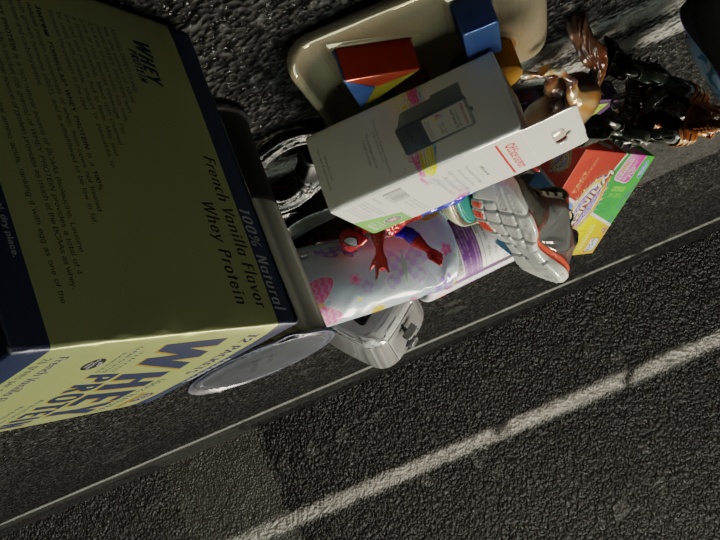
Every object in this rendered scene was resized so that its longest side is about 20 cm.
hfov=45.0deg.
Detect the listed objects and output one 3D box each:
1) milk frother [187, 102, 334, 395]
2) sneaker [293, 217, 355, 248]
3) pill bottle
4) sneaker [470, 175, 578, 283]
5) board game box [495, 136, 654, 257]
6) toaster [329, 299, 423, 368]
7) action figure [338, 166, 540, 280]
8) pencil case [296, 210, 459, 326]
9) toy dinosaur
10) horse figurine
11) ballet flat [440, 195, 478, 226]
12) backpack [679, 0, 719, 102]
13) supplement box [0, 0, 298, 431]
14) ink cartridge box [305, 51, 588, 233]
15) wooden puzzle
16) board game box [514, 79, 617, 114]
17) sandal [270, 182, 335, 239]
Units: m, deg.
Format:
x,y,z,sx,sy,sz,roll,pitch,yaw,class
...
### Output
x,y,z,sx,sy,sz,roll,pitch,yaw,class
-0.074,-0.020,0.694,0.199,0.189,0.181,-19,167,-16,milk frother
-0.068,-0.045,0.907,0.199,0.076,0.116,-23,157,-18,sneaker
0.146,-0.049,1.114,0.199,0.112,0.111,-25,168,-14,pill bottle
0.181,-0.063,0.918,0.082,0.077,0.200,-59,144,-11,sneaker
0.262,-0.088,1.053,0.199,0.040,0.154,-6,131,-50,board game box
-0.015,0.032,1.086,0.114,0.199,0.129,-55,167,-10,toaster
0.071,-0.047,0.797,0.199,0.100,0.065,-24,150,18,action figure
0.000,0.000,0.878,0.198,0.091,0.083,-16,177,-14,pencil case
0.287,-0.160,0.830,0.135,0.103,0.200,11,173,-13,toy dinosaur
0.165,-0.148,0.816,0.132,0.050,0.200,2,145,-42,horse figurine
0.106,-0.078,0.946,0.062,0.068,0.200,4,176,25,ballet flat
0.396,-0.214,0.748,0.199,0.184,0.147,-31,172,-7,backpack
-0.169,-0.030,0.460,0.134,0.201,0.199,-28,167,27,supplement box
0.072,-0.103,0.690,0.199,0.068,0.117,-22,168,15,ink cartridge box
0.058,-0.162,0.669,0.199,0.047,0.185,-25,167,8,wooden puzzle
0.170,-0.154,0.932,0.199,0.032,0.120,-13,160,-34,board game box
-0.087,-0.055,0.832,0.200,0.076,0.048,-33,138,8,sandal
